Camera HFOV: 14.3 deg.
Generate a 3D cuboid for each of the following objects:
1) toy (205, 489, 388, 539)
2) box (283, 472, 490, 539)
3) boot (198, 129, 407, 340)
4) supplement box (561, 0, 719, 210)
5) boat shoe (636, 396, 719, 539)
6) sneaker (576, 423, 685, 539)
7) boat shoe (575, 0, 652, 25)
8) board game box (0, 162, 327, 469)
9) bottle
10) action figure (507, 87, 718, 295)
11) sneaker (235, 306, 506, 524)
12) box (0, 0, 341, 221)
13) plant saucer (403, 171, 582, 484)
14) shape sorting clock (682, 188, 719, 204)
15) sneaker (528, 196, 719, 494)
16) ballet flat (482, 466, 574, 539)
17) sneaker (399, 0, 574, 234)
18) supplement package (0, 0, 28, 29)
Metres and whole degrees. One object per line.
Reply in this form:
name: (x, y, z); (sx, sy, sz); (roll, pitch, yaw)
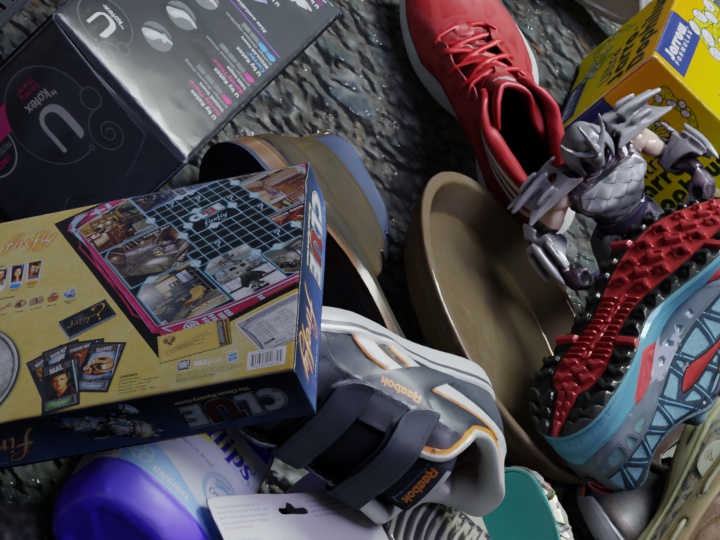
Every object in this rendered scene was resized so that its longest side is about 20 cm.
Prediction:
toy: (-0.008, 0.205, 1.409); (0.115, 0.047, 0.201); (1, 53, -49)
box: (0.036, 0.189, 1.502); (0.082, 0.068, 0.201); (0, 59, -45)
boot: (0.000, 0.000, 1.620); (0.097, 0.075, 0.201); (-21, 74, -49)
supplement box: (0.239, -0.075, 1.903); (0.200, 0.109, 0.109); (41, 38, -12)
boat shoe: (0.199, 0.164, 1.642); (0.073, 0.063, 0.201); (25, 73, -27)
sneaker: (0.201, 0.114, 1.727); (0.077, 0.082, 0.200); (54, 37, 5)
boat shoe: (0.122, -0.226, 1.952); (0.200, 0.074, 0.065); (37, 43, -2)
board game box: (-0.117, 0.024, 1.387); (0.035, 0.199, 0.136); (65, 21, -45)
bottle: (-0.085, 0.086, 1.465); (0.084, 0.065, 0.200); (46, 37, -10)
action figure: (0.162, -0.027, 1.725); (0.070, 0.130, 0.200); (59, 0, 42)
sneaker: (0.001, 0.075, 1.442); (0.199, 0.078, 0.080); (14, 44, -39)
box: (-0.118, -0.108, 1.547); (0.106, 0.122, 0.200); (47, 36, -5)
plant saucer: (0.083, 0.037, 1.675); (0.200, 0.029, 0.201); (48, 26, -32)
shape sorting clock: (0.257, 0.037, 1.794); (0.039, 0.200, 0.200); (-33, 83, -14)
sneaker: (0.172, 0.044, 1.658); (0.200, 0.079, 0.096); (-50, 127, -23)
ballet flat: (0.097, 0.207, 1.567); (0.064, 0.075, 0.201); (52, 26, -57)
sneaker: (0.085, -0.123, 1.766); (0.078, 0.116, 0.201); (-24, 74, -10)
supplement package: (-0.192, -0.238, 1.516); (0.147, 0.200, 0.192); (41, 38, -13)
